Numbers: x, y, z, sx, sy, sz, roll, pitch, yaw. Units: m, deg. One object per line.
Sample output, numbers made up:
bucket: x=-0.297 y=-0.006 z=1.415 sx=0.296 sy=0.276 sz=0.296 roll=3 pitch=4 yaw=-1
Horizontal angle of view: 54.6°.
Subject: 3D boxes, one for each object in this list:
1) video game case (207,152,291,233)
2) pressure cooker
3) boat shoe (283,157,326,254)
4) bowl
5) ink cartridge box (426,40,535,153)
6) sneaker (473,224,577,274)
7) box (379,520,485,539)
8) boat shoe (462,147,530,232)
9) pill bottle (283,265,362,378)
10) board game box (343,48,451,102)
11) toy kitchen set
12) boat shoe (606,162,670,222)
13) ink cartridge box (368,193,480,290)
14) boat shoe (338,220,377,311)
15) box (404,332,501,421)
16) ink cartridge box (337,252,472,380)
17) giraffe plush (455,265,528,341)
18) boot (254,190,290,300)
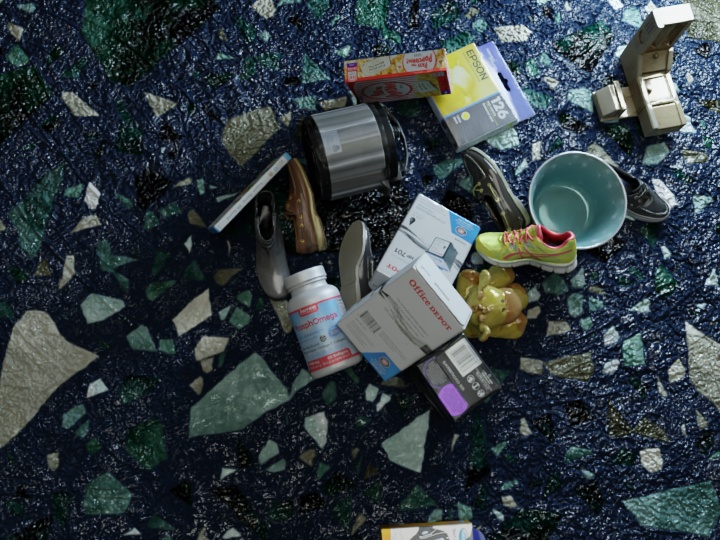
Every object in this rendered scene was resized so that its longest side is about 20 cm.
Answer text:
video game case: x=-0.222 y=-0.150 z=1.378 sx=0.018 sy=0.143 sz=0.200 roll=44 pitch=80 yaw=-14
pressure cooker: x=-0.005 y=-0.237 z=1.384 sx=0.199 sy=0.179 sz=0.177 roll=-16 pitch=122 yaw=-9
boat shoe: x=-0.124 y=-0.130 z=1.415 sx=0.067 sy=0.072 sz=0.201 roll=-15 pitch=83 yaw=-8
bowl: x=0.428 y=-0.131 z=1.430 sx=0.200 sy=0.105 sz=0.202 roll=0 pitch=80 yaw=-3
ink cartridge box: x=0.248 y=-0.382 z=1.498 sx=0.199 sy=0.047 sz=0.198 roll=-27 pitch=81 yaw=-5
sneaker: x=0.320 y=-0.056 z=1.343 sx=0.199 sy=0.091 sz=0.078 roll=6 pitch=46 yaw=9
box: x=0.138 y=0.542 z=1.324 sx=0.199 sy=0.041 sz=0.120 roll=-1 pitch=80 yaw=-6
boat shoe: x=0.270 y=-0.162 z=1.443 sx=0.060 sy=0.072 sz=0.202 roll=-35 pitch=86 yaw=-13
pill bottle: x=-0.077 y=0.098 z=1.349 sx=0.108 sy=0.109 sz=0.201 roll=-21 pitch=86 yaw=-7
board game box: x=0.079 y=-0.389 z=1.410 sx=0.199 sy=0.151 sz=0.047 roll=-4 pitch=86 yaw=12
toy kitchen set: x=0.594 y=-0.402 z=1.451 sx=0.162 sy=0.181 sz=0.201 roll=-11 pitch=76 yaw=-4
boat shoe: x=0.566 y=-0.170 z=1.464 sx=0.200 sy=0.066 sz=0.070 roll=34 pitch=80 yaw=3
ink cartridge box: x=0.127 y=-0.027 z=1.383 sx=0.146 sy=0.086 sz=0.200 roll=29 pitch=63 yaw=2
boat shoe: x=0.000 y=0.000 z=1.414 sx=0.063 sy=0.072 sz=0.201 roll=15 pitch=71 yaw=-39
box: x=0.167 y=0.202 z=1.305 sx=0.106 sy=0.200 sz=0.123 roll=-33 pitch=83 yaw=-9
ink cartridge box: x=0.082 y=0.086 z=1.281 sx=0.200 sy=0.084 sz=0.145 roll=-37 pitch=95 yaw=29
giraffe plush: x=0.246 y=0.068 z=1.353 sx=0.199 sy=0.162 sz=0.173 roll=-27 pitch=82 yaw=-8
boot: x=-0.180 y=-0.045 z=1.365 sx=0.069 sy=0.132 sz=0.201 roll=-12 pitch=81 yaw=-7
